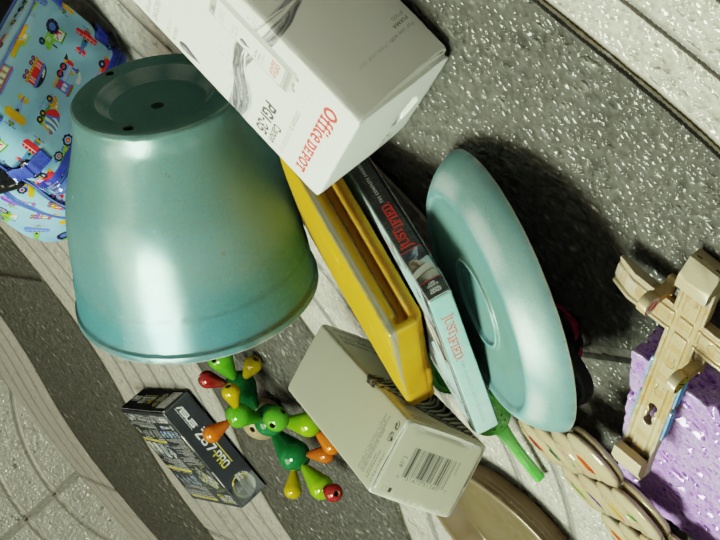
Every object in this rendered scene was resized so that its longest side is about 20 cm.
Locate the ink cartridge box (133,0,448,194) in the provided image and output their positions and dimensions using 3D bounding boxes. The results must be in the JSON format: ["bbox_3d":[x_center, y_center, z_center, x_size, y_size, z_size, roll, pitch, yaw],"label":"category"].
[{"bbox_3d":[-0.053,-0.163,1.171,0.200,0.083,0.147,47,160,4],"label":"ink cartridge box"}]

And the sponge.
[{"bbox_3d":[0.226,0.125,1.212,0.112,0.030,0.200,40,159,24],"label":"sponge"}]

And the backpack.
[{"bbox_3d":[-0.267,-0.126,1.565,0.135,0.183,0.200,-6,140,46],"label":"backpack"}]

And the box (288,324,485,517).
[{"bbox_3d":[0.018,0.119,1.472,0.082,0.068,0.200,22,-169,-29],"label":"box"}]

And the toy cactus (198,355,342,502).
[{"bbox_3d":[-0.102,0.167,1.916,0.200,0.102,0.165,41,171,-7],"label":"toy cactus"}]

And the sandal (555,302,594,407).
[{"bbox_3d":[0.124,0.045,1.265,0.200,0.045,0.075,-150,40,-75],"label":"sandal"}]

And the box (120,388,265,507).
[{"bbox_3d":[-0.217,0.225,2.310,0.161,0.049,0.200,54,160,-11],"label":"box"}]

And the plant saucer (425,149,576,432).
[{"bbox_3d":[0.087,0.018,1.197,0.200,0.027,0.200,159,90,-81],"label":"plant saucer"}]

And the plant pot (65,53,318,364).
[{"bbox_3d":[-0.143,-0.061,1.425,0.200,0.200,0.188,29,138,43],"label":"plant pot"}]

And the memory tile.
[{"bbox_3d":[0.185,0.169,1.336,0.153,0.017,0.200,49,174,-5],"label":"memory tile"}]

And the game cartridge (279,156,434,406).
[{"bbox_3d":[0.000,0.000,1.342,0.176,0.032,0.200,60,177,19],"label":"game cartridge"}]

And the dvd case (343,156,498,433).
[{"bbox_3d":[0.036,0.004,1.290,0.200,0.022,0.146,58,173,45],"label":"dvd case"}]

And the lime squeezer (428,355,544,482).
[{"bbox_3d":[0.087,0.094,1.457,0.200,0.038,0.071,48,-168,-2],"label":"lime squeezer"}]

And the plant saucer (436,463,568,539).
[{"bbox_3d":[0.135,0.242,1.628,0.200,0.029,0.200,42,160,19],"label":"plant saucer"}]

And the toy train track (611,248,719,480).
[{"bbox_3d":[0.183,0.067,1.114,0.115,0.033,0.200,40,145,25],"label":"toy train track"}]
